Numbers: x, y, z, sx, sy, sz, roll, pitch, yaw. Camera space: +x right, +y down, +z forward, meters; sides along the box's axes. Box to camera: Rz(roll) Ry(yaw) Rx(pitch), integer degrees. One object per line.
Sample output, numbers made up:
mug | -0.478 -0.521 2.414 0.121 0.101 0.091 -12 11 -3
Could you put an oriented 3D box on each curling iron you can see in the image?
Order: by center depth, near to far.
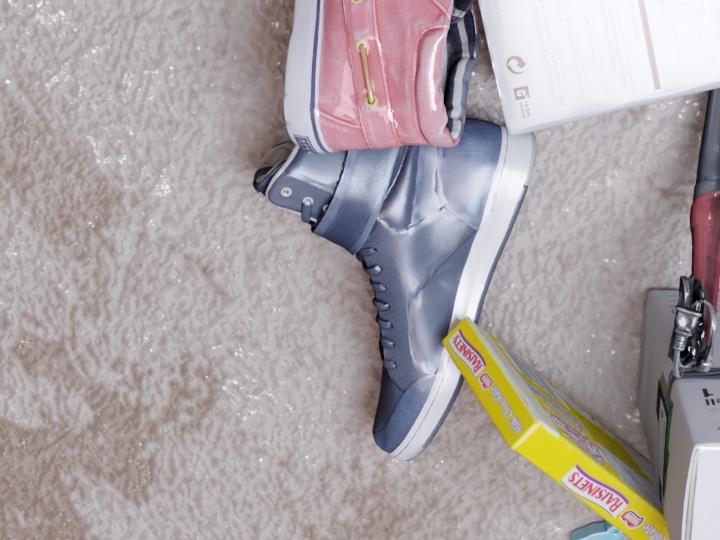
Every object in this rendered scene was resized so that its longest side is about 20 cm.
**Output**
curling iron | 0.191 -0.037 1.005 0.025 0.050 0.201 9 67 9

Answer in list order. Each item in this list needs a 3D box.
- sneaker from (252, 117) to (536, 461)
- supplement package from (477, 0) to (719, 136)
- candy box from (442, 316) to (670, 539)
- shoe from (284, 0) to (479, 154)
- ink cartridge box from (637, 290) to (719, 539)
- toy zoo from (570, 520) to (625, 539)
sneaker | 0.000 -0.001 1.053 0.145 0.077 0.204 14 103 -11
supplement package | 0.159 -0.160 0.977 0.198 0.117 0.118 -13 108 6
candy box | 0.130 0.107 1.040 0.026 0.102 0.200 -43 126 11
shoe | 0.016 -0.160 0.972 0.090 0.071 0.202 2 84 20
ink cartridge box | 0.234 0.087 1.015 0.145 0.200 0.085 1 112 1
toy zoo | 0.135 0.246 1.169 0.130 0.020 0.202 13 109 -3
